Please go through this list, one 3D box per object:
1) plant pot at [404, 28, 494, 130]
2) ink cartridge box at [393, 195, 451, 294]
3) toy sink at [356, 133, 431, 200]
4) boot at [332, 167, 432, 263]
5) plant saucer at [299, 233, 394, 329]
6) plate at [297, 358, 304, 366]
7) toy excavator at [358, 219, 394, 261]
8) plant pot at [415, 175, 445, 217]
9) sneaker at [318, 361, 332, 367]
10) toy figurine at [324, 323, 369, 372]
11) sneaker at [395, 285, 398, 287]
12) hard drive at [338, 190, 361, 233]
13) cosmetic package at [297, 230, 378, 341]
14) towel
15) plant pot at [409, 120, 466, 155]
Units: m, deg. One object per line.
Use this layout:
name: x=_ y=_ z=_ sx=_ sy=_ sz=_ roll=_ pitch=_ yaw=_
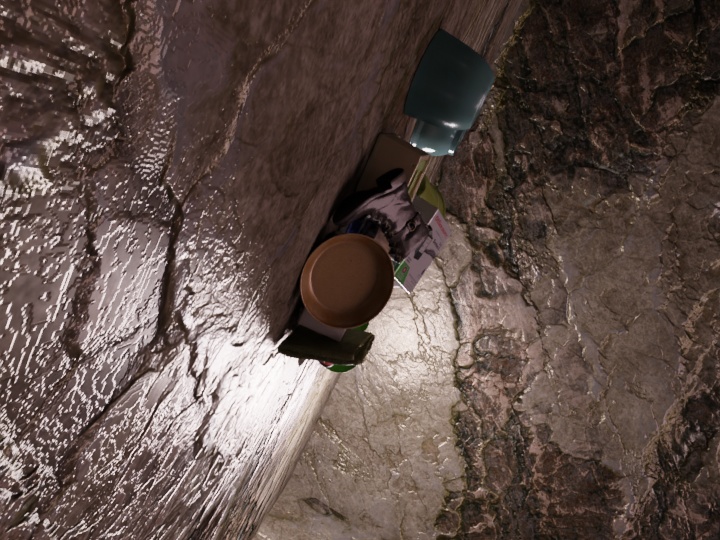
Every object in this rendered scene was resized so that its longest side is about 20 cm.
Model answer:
plant pot: x=0.215 y=-0.425 z=1.234 sx=0.204 sy=0.158 sz=0.201 roll=-61 pitch=173 yaw=-13
ink cartridge box: x=0.133 y=-0.064 z=1.352 sx=0.202 sy=0.083 sz=0.146 roll=-55 pitch=149 yaw=-3
toy sink: x=0.084 y=-0.224 z=1.204 sx=0.133 sy=0.110 sz=0.200 roll=-64 pitch=173 yaw=17
boot: x=0.053 y=-0.090 z=1.083 sx=0.198 sy=0.177 sz=0.069 roll=-34 pitch=-151 yaw=-15
plant saucer: x=-0.028 y=0.018 z=1.070 sx=0.204 sy=0.196 sz=0.036 roll=-64 pitch=-158 yaw=13
plate: x=-0.091 y=0.128 z=1.385 sx=0.201 sy=0.032 sz=0.201 roll=-53 pitch=-175 yaw=36
toy excavator: x=0.035 y=-0.094 z=1.273 sx=0.199 sy=0.098 sz=0.198 roll=-37 pitch=-153 yaw=55
plant pot: x=0.129 y=-0.200 z=1.456 sx=0.203 sy=0.197 sz=0.190 roll=-61 pitch=160 yaw=-9
sneaker: x=-0.066 y=0.159 z=1.422 sx=0.087 sy=0.072 sz=0.203 roll=116 pitch=-2 yaw=-53
toy figurine: x=-0.062 y=0.191 z=1.599 sx=0.203 sy=0.148 sz=0.184 roll=-60 pitch=-168 yaw=-6
sneaker: x=0.088 y=-0.005 z=1.705 sx=0.082 sy=0.113 sz=0.201 roll=-62 pitch=-143 yaw=30
hard drive: x=-0.027 y=-0.090 z=1.229 sx=0.204 sy=0.025 sz=0.132 roll=-65 pitch=173 yaw=17
cosmetic package: x=-0.049 y=0.034 z=1.145 sx=0.204 sy=0.106 sz=0.085 roll=-63 pitch=-171 yaw=14
towel: x=-0.072 y=0.163 z=1.172 sx=0.148 sy=0.194 sz=0.038 roll=-42 pitch=136 yaw=-69
plant pot: x=0.246 y=-0.426 z=1.578 sx=0.204 sy=0.132 sz=0.201 roll=-62 pitch=173 yaw=-12
